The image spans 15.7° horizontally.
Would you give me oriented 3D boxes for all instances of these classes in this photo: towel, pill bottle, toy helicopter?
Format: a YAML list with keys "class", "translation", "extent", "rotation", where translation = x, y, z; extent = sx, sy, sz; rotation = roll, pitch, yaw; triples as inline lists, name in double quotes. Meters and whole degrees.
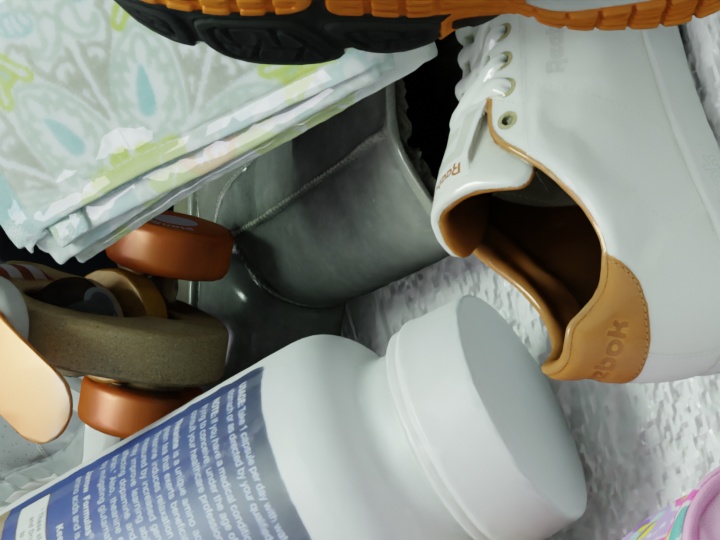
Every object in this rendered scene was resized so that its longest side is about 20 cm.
- class: "towel"
  translation: [-0.087, -0.117, 0.826]
  extent: [0.171, 0.048, 0.201]
  rotation: [-26, 98, 32]
- class: "pill bottle"
  translation: [-0.028, 0.091, 0.878]
  extent: [0.199, 0.111, 0.112]
  rotation: [-30, 66, 18]
- class: "toy helicopter"
  translation: [-0.145, 0.012, 0.922]
  extent: [0.132, 0.198, 0.080]
  rotation: [-47, -32, -78]

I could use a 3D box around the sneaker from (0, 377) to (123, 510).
- class: "sneaker"
  translation: [-0.166, 0.047, 1.067]
  extent: [0.200, 0.115, 0.075]
  rotation: [-32, 33, 55]

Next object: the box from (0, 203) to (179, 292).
- class: "box"
  translation: [-0.182, -0.052, 1.088]
  extent: [0.200, 0.196, 0.118]
  rotation: [-12, 55, 63]

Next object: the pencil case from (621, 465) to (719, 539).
- class: "pencil case"
  translation: [0.084, 0.124, 0.791]
  extent: [0.200, 0.087, 0.088]
  rotation: [-43, 61, 57]

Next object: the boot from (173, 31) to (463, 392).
- class: "boot"
  translation: [-0.002, 0.001, 0.943]
  extent: [0.200, 0.072, 0.183]
  rotation: [-19, 81, 55]

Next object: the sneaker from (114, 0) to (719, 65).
- class: "sneaker"
  translation: [0.019, -0.115, 0.746]
  extent: [0.076, 0.198, 0.093]
  rotation: [106, 159, -75]

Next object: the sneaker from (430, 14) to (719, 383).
- class: "sneaker"
  translation: [0.052, -0.056, 0.798]
  extent: [0.201, 0.084, 0.073]
  rotation: [67, 151, 27]
